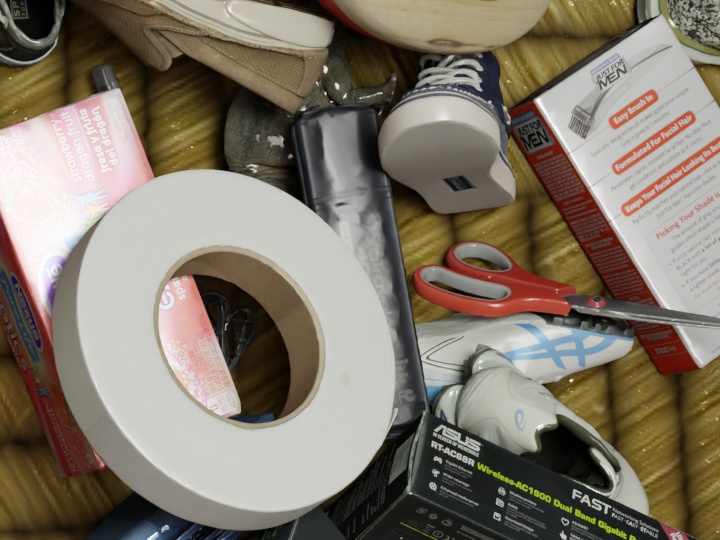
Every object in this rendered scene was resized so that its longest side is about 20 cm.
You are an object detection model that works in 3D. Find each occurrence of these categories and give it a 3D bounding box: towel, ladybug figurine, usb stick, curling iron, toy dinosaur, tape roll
[{"bbox_3d":[-0.124,0.162,1.407,0.200,0.112,0.049,-41,102,-19],"label":"towel"},{"bbox_3d":[0.029,-0.189,1.444,0.199,0.072,0.137,5,75,-40],"label":"ladybug figurine"},{"bbox_3d":[0.000,0.000,1.448,0.055,0.033,0.201,-9,86,-17],"label":"usb stick"},{"bbox_3d":[-0.116,-0.030,1.478,0.049,0.026,0.201,-25,87,16],"label":"curling iron"},{"bbox_3d":[-0.041,-0.090,1.502,0.102,0.077,0.201,21,81,-4],"label":"toy dinosaur"},{"bbox_3d":[-0.072,0.042,1.354,0.202,0.037,0.204,15,60,-28],"label":"tape roll"}]

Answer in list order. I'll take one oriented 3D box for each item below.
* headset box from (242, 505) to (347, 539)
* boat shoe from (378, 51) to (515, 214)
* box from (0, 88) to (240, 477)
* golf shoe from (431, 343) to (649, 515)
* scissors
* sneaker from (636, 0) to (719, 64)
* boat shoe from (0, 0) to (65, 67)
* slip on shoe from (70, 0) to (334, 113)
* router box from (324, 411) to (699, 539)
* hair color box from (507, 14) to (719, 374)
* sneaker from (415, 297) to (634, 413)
[{"bbox_3d":[-0.046,0.252,1.387,0.200,0.093,0.174,-37,97,12],"label":"headset box"},{"bbox_3d":[0.050,-0.100,1.473,0.074,0.200,0.093,-7,77,7],"label":"boat shoe"},{"bbox_3d":[-0.155,0.010,1.421,0.094,0.103,0.201,-21,91,-21],"label":"box"},{"bbox_3d":[0.126,0.128,1.483,0.200,0.097,0.079,39,85,-40],"label":"golf shoe"},{"bbox_3d":[0.130,0.024,1.503,0.199,0.014,0.073,18,32,19],"label":"scissors"},{"bbox_3d":[0.285,-0.163,1.609,0.199,0.089,0.077,4,81,-20],"label":"sneaker"},{"bbox_3d":[-0.206,-0.223,1.454,0.070,0.064,0.201,-10,86,-21],"label":"boat shoe"},{"bbox_3d":[-0.114,-0.144,1.420,0.199,0.076,0.061,14,101,-21],"label":"slip on shoe"},{"bbox_3d":[0.081,0.179,1.453,0.199,0.150,0.062,26,48,-15],"label":"router box"},{"bbox_3d":[0.192,-0.048,1.575,0.111,0.064,0.201,-33,96,-19],"label":"hair color box"},{"bbox_3d":[0.078,0.058,1.522,0.199,0.072,0.073,-8,107,-23],"label":"sneaker"}]
